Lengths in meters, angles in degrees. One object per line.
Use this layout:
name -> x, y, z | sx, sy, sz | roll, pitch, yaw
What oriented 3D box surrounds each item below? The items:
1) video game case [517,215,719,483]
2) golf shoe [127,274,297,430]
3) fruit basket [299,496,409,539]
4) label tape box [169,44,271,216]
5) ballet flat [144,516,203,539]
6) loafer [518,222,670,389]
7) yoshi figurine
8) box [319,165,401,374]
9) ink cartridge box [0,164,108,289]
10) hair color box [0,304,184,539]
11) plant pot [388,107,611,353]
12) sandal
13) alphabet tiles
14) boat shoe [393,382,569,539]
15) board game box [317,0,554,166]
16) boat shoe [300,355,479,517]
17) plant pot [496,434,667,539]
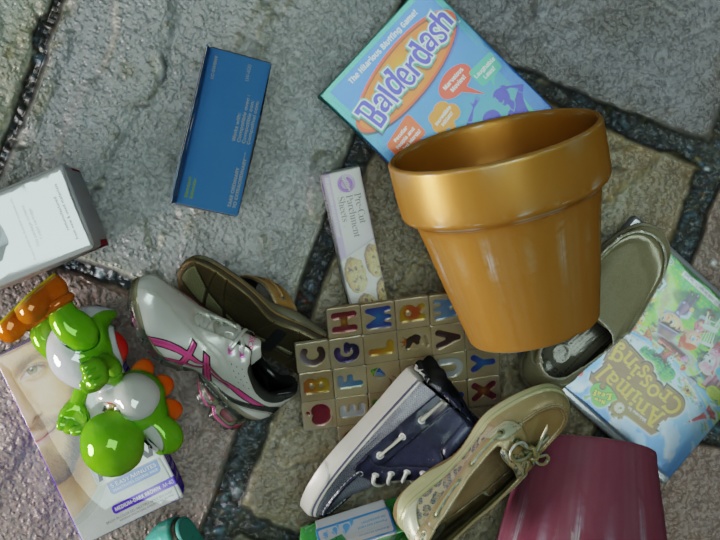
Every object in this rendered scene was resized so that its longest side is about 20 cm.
video game case -> 0.287, 0.079, 1.713 | 0.200, 0.022, 0.182 | 41, 90, -6
golf shoe -> -0.139, 0.066, 1.617 | 0.091, 0.073, 0.200 | -23, 129, 25
fruit basket -> 0.016, 0.308, 1.618 | 0.183, 0.201, 0.094 | -17, 122, -2
label tape box -> -0.127, -0.125, 1.579 | 0.063, 0.200, 0.146 | 13, 93, -5
ballet flat -> -0.150, 0.334, 1.683 | 0.070, 0.067, 0.201 | -31, 96, 23
loafer -> 0.233, 0.041, 1.662 | 0.075, 0.068, 0.201 | 37, 90, -5
yoshi figurine -> -0.252, 0.110, 1.576 | 0.112, 0.112, 0.200 | -41, 98, 13
box -> 0.000, 0.000, 1.677 | 0.041, 0.039, 0.202 | -12, 95, -4
ink cartridge box -> -0.345, -0.023, 1.596 | 0.198, 0.148, 0.086 | -24, 94, -1
hair color box -> -0.259, 0.148, 1.656 | 0.109, 0.065, 0.201 | -25, 94, -3
plant pot -> 0.141, -0.032, 1.570 | 0.198, 0.200, 0.185 | -14, 104, -3
sandal -> -0.091, 0.040, 1.661 | 0.199, 0.080, 0.054 | 29, 48, -20
alphabet tiles -> 0.038, 0.100, 1.667 | 0.198, 0.006, 0.168 | -7, 120, -5
boat shoe -> 0.122, 0.187, 1.591 | 0.200, 0.063, 0.073 | -43, 127, 3
board game box -> 0.080, -0.155, 1.671 | 0.200, 0.045, 0.152 | 43, 90, -5
boat shoe -> 0.031, 0.184, 1.646 | 0.093, 0.075, 0.200 | 44, 108, 15
plant pot -> 0.213, 0.256, 1.645 | 0.198, 0.200, 0.181 | 7, 77, -5
